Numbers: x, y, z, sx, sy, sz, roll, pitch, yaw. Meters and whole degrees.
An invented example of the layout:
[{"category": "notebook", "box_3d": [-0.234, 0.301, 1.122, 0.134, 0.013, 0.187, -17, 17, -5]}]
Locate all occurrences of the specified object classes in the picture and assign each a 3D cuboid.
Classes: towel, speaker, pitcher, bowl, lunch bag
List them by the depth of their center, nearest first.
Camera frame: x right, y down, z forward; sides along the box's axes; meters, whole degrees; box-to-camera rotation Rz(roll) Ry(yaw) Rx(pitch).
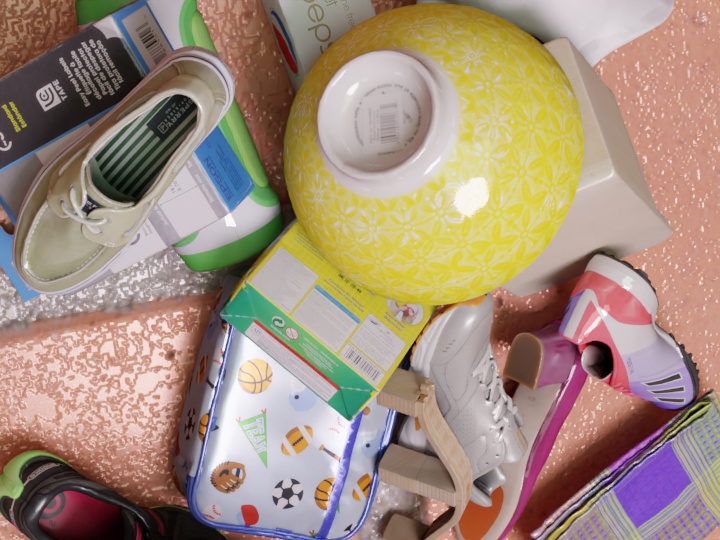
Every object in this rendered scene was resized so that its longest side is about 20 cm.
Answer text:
[{"category": "bowl", "box_3d": [0.029, -0.083, 0.909, 0.200, 0.108, 0.201, -4, 79, 22]}, {"category": "speaker", "box_3d": [-0.122, -0.104, 1.000, 0.088, 0.088, 0.200, -25, 107, -10]}, {"category": "pitcher", "box_3d": [0.099, -0.206, 1.037, 0.200, 0.121, 0.172, 35, 105, -30]}, {"category": "lunch bag", "box_3d": [-0.044, 0.096, 1.070, 0.160, 0.076, 0.201, 14, 98, -20]}, {"category": "towel", "box_3d": [0.231, 0.200, 1.173, 0.200, 0.023, 0.144, -38, 128, -5]}]

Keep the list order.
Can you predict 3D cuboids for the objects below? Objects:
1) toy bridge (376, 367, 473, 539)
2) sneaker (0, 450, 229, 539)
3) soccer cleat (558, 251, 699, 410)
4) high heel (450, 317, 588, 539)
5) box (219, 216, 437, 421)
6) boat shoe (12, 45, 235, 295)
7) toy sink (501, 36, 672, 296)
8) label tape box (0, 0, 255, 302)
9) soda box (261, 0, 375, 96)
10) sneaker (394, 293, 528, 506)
[{"category": "toy bridge", "box_3d": [0.047, 0.148, 1.060, 0.200, 0.067, 0.027, 88, 27, -46]}, {"category": "sneaker", "box_3d": [-0.170, 0.197, 1.042, 0.200, 0.084, 0.077, 27, 92, -29]}, {"category": "soccer cleat", "box_3d": [0.201, 0.064, 1.105, 0.073, 0.068, 0.200, -52, 141, -12]}, {"category": "high heel", "box_3d": [0.135, 0.132, 1.143, 0.096, 0.067, 0.200, -7, 123, -48]}, {"category": "box", "box_3d": [0.000, 0.000, 1.017, 0.117, 0.048, 0.200, 40, 44, -1]}, {"category": "boat shoe", "box_3d": [-0.153, -0.055, 0.874, 0.072, 0.062, 0.200, 40, 115, -6]}, {"category": "toy sink", "box_3d": [0.127, -0.069, 1.033, 0.130, 0.200, 0.112, -23, 72, 19]}, {"category": "label tape box", "box_3d": [-0.192, -0.064, 0.949, 0.200, 0.063, 0.144, -26, 104, 20]}, {"category": "soda box", "box_3d": [-0.036, -0.201, 1.015, 0.064, 0.068, 0.200, -22, 106, -10]}, {"category": "sneaker", "box_3d": [0.086, 0.092, 1.055, 0.076, 0.092, 0.200, -46, 155, -37]}]
